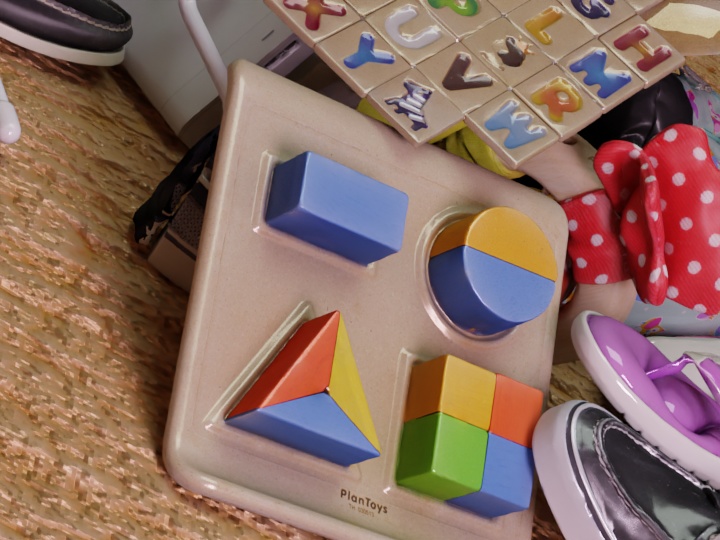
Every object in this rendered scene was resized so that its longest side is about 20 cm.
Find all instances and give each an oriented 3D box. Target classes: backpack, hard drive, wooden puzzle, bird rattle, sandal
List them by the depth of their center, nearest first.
[{"bbox_3d":[0.015,0.022,1.041,0.184,0.046,0.201,22,60,-29],"label":"wooden puzzle"},{"bbox_3d":[0.173,0.069,1.124,0.202,0.050,0.083,37,17,-29],"label":"sandal"},{"bbox_3d":[0.094,-0.028,1.210,0.199,0.164,0.113,32,42,16],"label":"bird rattle"},{"bbox_3d":[-0.090,-0.171,1.279,0.200,0.132,0.026,51,1,32],"label":"hard drive"},{"bbox_3d":[0.157,-0.029,1.342,0.199,0.167,0.127,26,31,-46],"label":"backpack"}]

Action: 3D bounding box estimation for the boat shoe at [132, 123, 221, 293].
[{"bbox_3d":[0.000,0.000,1.114,0.199,0.093,0.075,33,23,-6],"label":"boat shoe"}]

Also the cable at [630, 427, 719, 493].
[{"bbox_3d":[0.205,0.145,1.193,0.163,0.051,0.201,25,27,-43],"label":"cable"}]

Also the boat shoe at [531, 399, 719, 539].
[{"bbox_3d":[0.156,0.127,1.050,0.200,0.068,0.072,51,38,-8],"label":"boat shoe"}]

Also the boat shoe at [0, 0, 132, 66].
[{"bbox_3d":[-0.194,-0.169,1.211,0.199,0.068,0.072,34,20,-9],"label":"boat shoe"}]

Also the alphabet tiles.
[{"bbox_3d":[0.054,-0.128,1.143,0.166,0.006,0.200,45,48,15],"label":"alphabet tiles"}]

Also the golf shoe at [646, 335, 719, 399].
[{"bbox_3d":[0.219,0.056,1.319,0.199,0.092,0.073,13,31,-40],"label":"golf shoe"}]

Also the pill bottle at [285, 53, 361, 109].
[{"bbox_3d":[0.006,-0.142,1.368,0.120,0.120,0.200,45,24,23],"label":"pill bottle"}]

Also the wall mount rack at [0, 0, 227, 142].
[{"bbox_3d":[-0.127,-0.143,1.163,0.199,0.074,0.175,-4,84,-24],"label":"wall mount rack"}]

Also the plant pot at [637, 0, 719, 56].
[{"bbox_3d":[0.132,-0.148,1.274,0.198,0.028,0.200,2,18,-1],"label":"plant pot"}]
